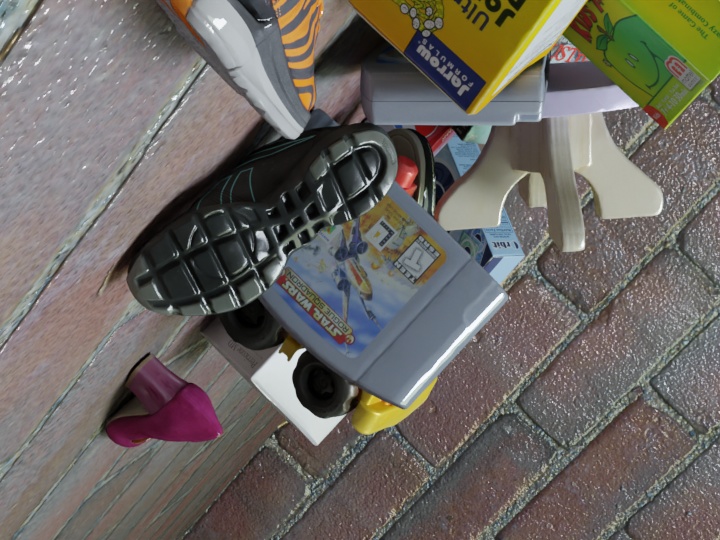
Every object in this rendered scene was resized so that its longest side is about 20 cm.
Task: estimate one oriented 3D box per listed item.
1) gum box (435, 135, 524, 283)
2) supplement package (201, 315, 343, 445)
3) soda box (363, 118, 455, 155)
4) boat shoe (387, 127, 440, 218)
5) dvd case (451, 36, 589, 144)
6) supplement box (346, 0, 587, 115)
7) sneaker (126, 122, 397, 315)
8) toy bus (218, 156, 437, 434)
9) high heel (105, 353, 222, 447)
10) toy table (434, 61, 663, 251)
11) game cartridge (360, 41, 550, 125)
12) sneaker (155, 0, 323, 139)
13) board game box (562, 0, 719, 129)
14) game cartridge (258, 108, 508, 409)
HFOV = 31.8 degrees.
[{"bbox_3d":[0.079,-0.051,1.319,0.044,0.202,0.170,-1,147,-31],"label":"gum box"},{"bbox_3d":[-0.034,0.046,1.259,0.200,0.120,0.121,-47,-143,-8],"label":"supplement package"},{"bbox_3d":[0.030,-0.112,1.155,0.200,0.063,0.070,-47,175,-3],"label":"soda box"},{"bbox_3d":[0.043,-0.039,1.098,0.066,0.074,0.201,-20,129,-34],"label":"boat shoe"},{"bbox_3d":[0.185,-0.188,1.116,0.145,0.022,0.201,2,133,-43],"label":"dvd case"},{"bbox_3d":[0.097,-0.209,0.733,0.109,0.109,0.200,-41,171,-45],"label":"supplement box"},{"bbox_3d":[-0.068,-0.036,0.852,0.199,0.076,0.079,-30,-153,-12],"label":"sneaker"},{"bbox_3d":[0.000,0.000,1.028,0.135,0.200,0.193,-21,149,-56],"label":"toy bus"},{"bbox_3d":[-0.184,0.151,1.188,0.067,0.096,0.200,-44,174,-24],"label":"high heel"},{"bbox_3d":[0.151,-0.096,1.001,0.184,0.197,0.119,-66,153,-70],"label":"toy table"},{"bbox_3d":[0.068,-0.140,0.905,0.200,0.132,0.041,-63,149,-70],"label":"game cartridge"},{"bbox_3d":[-0.024,-0.127,0.537,0.112,0.078,0.200,-46,175,-1],"label":"sneaker"},{"bbox_3d":[0.158,-0.192,0.843,0.048,0.200,0.102,-45,175,-9],"label":"board game box"},{"bbox_3d":[-0.006,-0.003,0.922,0.133,0.200,0.042,-46,179,-12],"label":"game cartridge"}]
